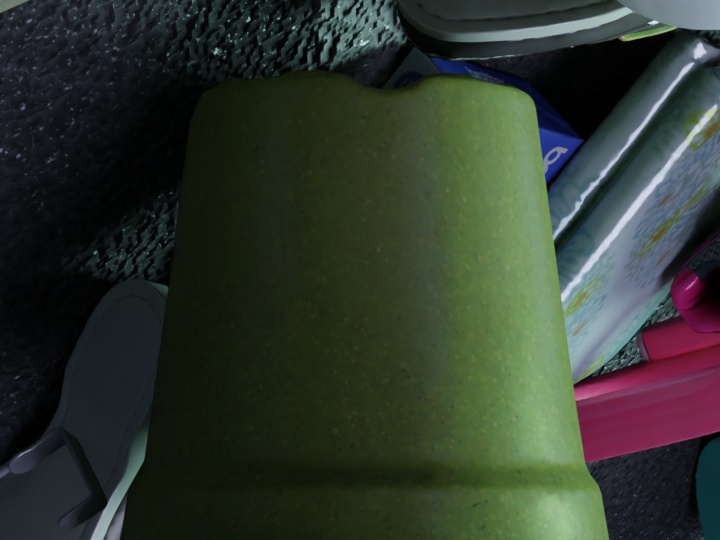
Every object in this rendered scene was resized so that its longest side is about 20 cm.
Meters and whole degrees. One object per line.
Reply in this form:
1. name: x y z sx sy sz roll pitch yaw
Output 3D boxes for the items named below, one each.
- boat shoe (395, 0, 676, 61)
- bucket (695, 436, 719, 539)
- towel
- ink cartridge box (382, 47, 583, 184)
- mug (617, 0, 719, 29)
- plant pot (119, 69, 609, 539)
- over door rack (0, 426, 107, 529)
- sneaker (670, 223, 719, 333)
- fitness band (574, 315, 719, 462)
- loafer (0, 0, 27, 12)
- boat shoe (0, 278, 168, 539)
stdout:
1. boat shoe: 0.101 -0.121 0.981 0.200 0.072 0.061 -21 154 -20
2. bucket: 0.299 0.156 1.462 0.134 0.208 0.208 -22 147 -15
3. towel: 0.118 -0.021 1.131 0.200 0.048 0.171 -52 162 14
4. ink cartridge box: 0.000 0.000 1.057 0.200 0.044 0.094 -51 150 18
5. mug: 0.136 -0.174 0.873 0.186 0.150 0.153 -37 151 -4
6. plant pot: 0.001 0.026 0.918 0.199 0.186 0.200 0 175 0
7. over door rack: -0.210 0.073 0.875 0.199 0.067 0.148 -23 152 12
8. sneaker: 0.218 0.009 1.102 0.075 0.081 0.200 -36 -165 -20
9. fitness band: 0.168 0.051 1.235 0.199 0.038 0.143 -18 -174 33
10. loafer: -0.118 -0.109 0.749 0.200 0.068 0.076 -43 150 5
11. boat shoe: -0.108 0.092 1.030 0.060 0.072 0.202 6 124 -46
